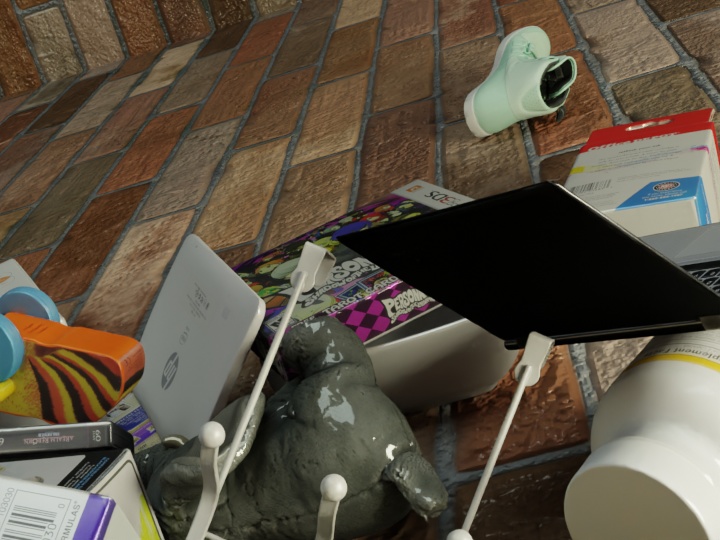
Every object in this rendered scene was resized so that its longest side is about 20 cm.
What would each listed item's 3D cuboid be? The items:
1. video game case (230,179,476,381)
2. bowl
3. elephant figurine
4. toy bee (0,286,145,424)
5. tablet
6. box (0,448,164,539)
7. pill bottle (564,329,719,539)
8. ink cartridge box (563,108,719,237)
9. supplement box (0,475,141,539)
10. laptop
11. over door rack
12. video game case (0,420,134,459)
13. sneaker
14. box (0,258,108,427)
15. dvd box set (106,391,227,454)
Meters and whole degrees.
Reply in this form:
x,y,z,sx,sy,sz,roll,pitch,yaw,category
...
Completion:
x,y,z,sx,sy,sz,roll,pitch,yaw,category
0.000,0.000,0.940,0.198,0.036,0.181,-26,20,-15,video game case
0.031,0.042,0.962,0.197,0.076,0.200,-14,21,10,bowl
-0.066,0.131,0.772,0.198,0.143,0.155,-27,-17,-6,elephant figurine
-0.242,0.064,0.879,0.199,0.110,0.130,30,26,29,toy bee
-0.124,0.055,0.941,0.014,0.132,0.200,21,6,-25,tablet
-0.209,0.176,0.772,0.197,0.118,0.060,-9,19,28,box
0.188,0.079,0.675,0.111,0.113,0.199,1,28,42,pill bottle
0.230,-0.060,1.056,0.115,0.068,0.200,-8,23,24,ink cartridge box
-0.206,0.152,0.601,0.197,0.104,0.102,9,59,14,supplement box
0.128,-0.026,0.694,0.199,0.117,0.186,-34,12,-31,laptop
-0.001,0.091,0.667,0.146,0.067,0.202,21,73,10,over door rack
-0.252,0.117,0.845,0.196,0.019,0.143,-2,-10,-5,video game case
0.206,-0.223,1.478,0.117,0.074,0.201,-11,30,37,sneaker
-0.289,0.079,1.019,0.123,0.099,0.200,-27,22,-17,box
-0.204,0.136,0.988,0.146,0.030,0.198,-34,26,-35,dvd box set
